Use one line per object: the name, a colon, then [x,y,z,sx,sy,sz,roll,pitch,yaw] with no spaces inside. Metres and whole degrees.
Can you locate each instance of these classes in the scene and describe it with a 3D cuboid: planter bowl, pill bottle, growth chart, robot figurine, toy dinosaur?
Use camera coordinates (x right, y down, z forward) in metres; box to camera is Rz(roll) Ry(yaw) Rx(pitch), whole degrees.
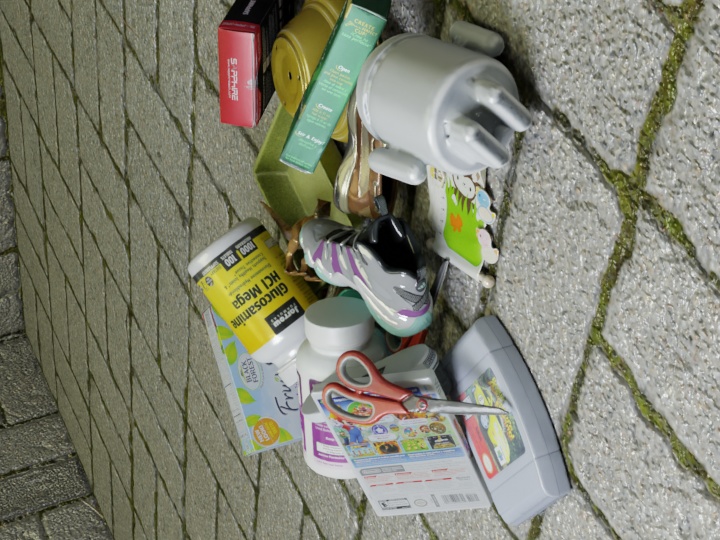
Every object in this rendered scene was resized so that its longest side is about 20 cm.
planter bowl: [-0.050,-0.233,1.586,0.200,0.083,0.202,45,143,49]
pill bottle: [-0.020,0.138,1.633,0.112,0.112,0.201,39,138,54]
growth chart: [0.097,-0.089,1.418,0.145,0.018,0.202,26,128,60]
robot figurine: [0.071,-0.160,1.294,0.113,0.170,0.200,39,175,-41]
pill bottle: [-0.118,0.042,1.714,0.200,0.112,0.112,53,155,-1]
toy dinosaur: [-0.070,-0.043,1.677,0.200,0.060,0.107,-13,69,64]

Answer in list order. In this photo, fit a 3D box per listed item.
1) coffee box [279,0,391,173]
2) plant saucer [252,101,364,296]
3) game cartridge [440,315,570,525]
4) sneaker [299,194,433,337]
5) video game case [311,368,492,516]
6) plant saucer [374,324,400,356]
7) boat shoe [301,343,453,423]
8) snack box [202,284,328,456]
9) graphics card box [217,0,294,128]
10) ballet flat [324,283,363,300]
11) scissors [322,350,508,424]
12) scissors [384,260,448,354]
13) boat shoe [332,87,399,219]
coffee box: [-0.023,-0.216,1.444,0.123,0.044,0.201,-77,13,-55]
plant saucer: [-0.058,-0.096,1.716,0.201,0.048,0.200,63,154,17]
game cartridge: [0.149,0.155,1.420,0.201,0.041,0.133,67,152,18]
sneaker: [0.008,-0.034,1.478,0.200,0.078,0.140,36,146,30]
video game case: [0.048,0.192,1.490,0.201,0.142,0.018,64,-150,-32]
plant saucer: [0.036,0.158,1.690,0.200,0.027,0.201,43,141,51]
boat shoe: [0.016,0.139,1.507,0.199,0.069,0.057,-23,117,40]
snack box: [-0.099,0.124,1.797,0.068,0.168,0.201,139,115,-68]
graphics card box: [-0.123,-0.274,1.637,0.200,0.050,0.126,-71,-14,-53]
ballet flat: [0.000,0.000,1.645,0.200,0.067,0.076,136,139,-66]
scissors: [0.053,0.142,1.399,0.199,0.014,0.074,19,100,20]
scissors: [0.073,0.062,1.523,0.200,0.014,0.074,-52,54,55]
boat shoe: [0.027,-0.146,1.492,0.073,0.076,0.201,24,123,21]
